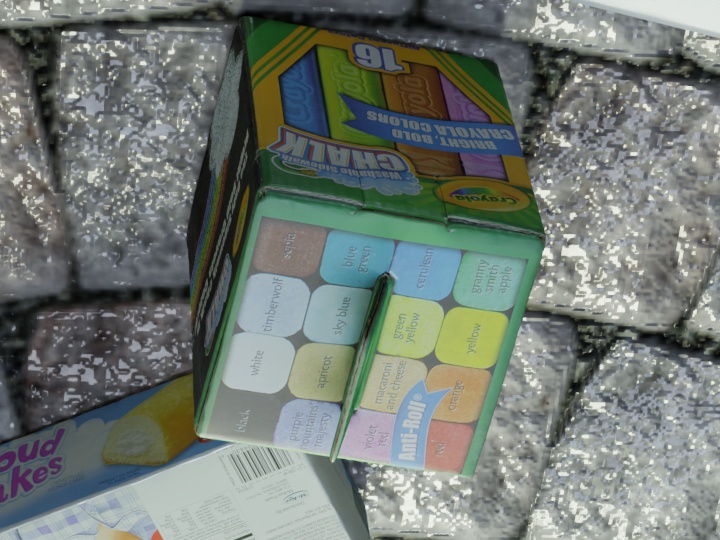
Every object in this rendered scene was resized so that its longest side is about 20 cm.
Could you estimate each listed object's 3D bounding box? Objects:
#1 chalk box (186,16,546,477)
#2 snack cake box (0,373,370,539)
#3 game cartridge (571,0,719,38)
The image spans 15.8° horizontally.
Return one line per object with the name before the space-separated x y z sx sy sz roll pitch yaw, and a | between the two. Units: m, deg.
chalk box | 0.000 0.000 1.091 0.123 0.200 0.125 9 122 -12
snack cake box | -0.105 0.127 1.242 0.199 0.067 0.115 -21 125 7
game cartridge | 0.146 -0.170 1.044 0.133 0.041 0.200 17 143 8
